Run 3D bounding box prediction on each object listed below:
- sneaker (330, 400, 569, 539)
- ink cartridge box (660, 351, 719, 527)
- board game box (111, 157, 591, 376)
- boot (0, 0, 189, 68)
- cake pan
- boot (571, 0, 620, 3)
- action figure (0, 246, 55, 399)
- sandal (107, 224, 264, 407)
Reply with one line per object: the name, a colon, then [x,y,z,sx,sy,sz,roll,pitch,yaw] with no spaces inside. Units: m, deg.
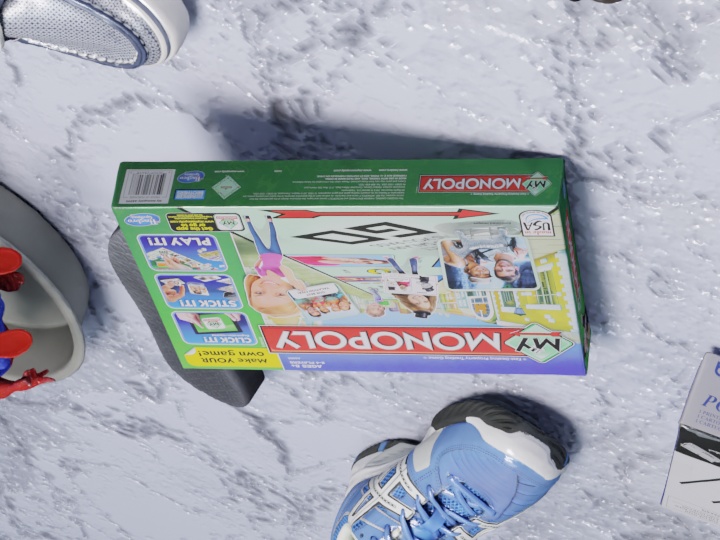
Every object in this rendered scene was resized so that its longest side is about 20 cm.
sneaker: [0.045,0.128,1.153,0.076,0.077,0.200,34,149,-11]
ink cartridge box: [0.244,0.108,0.990,0.200,0.044,0.094,20,152,12]
board game box: [0.000,0.000,0.975,0.200,0.029,0.135,0,144,13]
boot: [-0.181,-0.113,0.927,0.200,0.090,0.073,21,151,10]
cake pan: [-0.238,-0.008,1.203,0.200,0.037,0.200,20,151,12]
boot: [0.161,-0.090,0.662,0.174,0.069,0.200,45,148,0]
action figure: [-0.195,0.034,1.129,0.052,0.066,0.200,-12,173,-16]
sandal: [-0.085,0.010,1.113,0.076,0.043,0.200,29,160,12]
